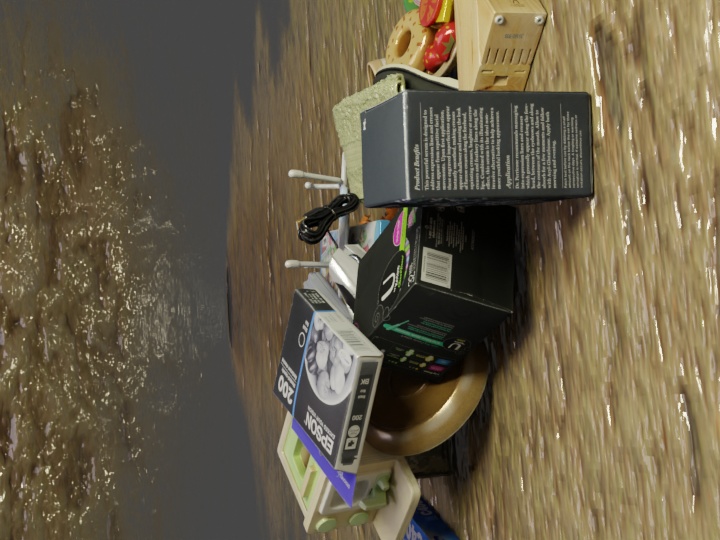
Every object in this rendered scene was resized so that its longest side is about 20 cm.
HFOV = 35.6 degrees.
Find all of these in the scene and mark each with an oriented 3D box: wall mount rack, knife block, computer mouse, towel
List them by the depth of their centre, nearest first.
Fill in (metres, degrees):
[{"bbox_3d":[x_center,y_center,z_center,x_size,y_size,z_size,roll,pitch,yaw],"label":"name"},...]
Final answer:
[{"bbox_3d":[0.143,-0.297,1.275,0.176,0.064,0.201,-108,22,-45],"label":"knife block"},{"bbox_3d":[0.022,-0.161,1.414,0.200,0.036,0.149,-6,99,66],"label":"towel"},{"bbox_3d":[0.000,0.000,1.434,0.044,0.109,0.201,-32,88,45],"label":"computer mouse"},{"bbox_3d":[-0.054,-0.063,1.504,0.174,0.074,0.201,23,-112,-87],"label":"wall mount rack"}]

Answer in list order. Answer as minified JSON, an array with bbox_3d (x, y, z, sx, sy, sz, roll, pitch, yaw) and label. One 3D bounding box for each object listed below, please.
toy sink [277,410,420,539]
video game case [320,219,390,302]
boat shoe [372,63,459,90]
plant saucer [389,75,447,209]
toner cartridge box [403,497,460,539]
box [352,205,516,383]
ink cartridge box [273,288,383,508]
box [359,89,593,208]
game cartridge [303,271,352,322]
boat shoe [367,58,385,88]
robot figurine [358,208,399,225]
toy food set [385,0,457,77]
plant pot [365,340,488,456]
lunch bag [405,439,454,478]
[{"bbox_3d":[-0.024,0.262,1.465,0.200,0.111,0.131,61,145,40],"label":"toy sink"},{"bbox_3d":[-0.010,0.010,1.565,0.200,0.018,0.144,172,99,-64],"label":"video game case"},{"bbox_3d":[0.079,-0.205,1.375,0.201,0.074,0.063,26,83,45],"label":"boat shoe"},{"bbox_3d":[0.059,-0.183,1.506,0.200,0.036,0.201,-159,90,-78],"label":"plant saucer"},{"bbox_3d":[0.096,0.395,1.565,0.200,0.043,0.096,-149,57,-71],"label":"toner cartridge box"},{"bbox_3d":[0.082,0.017,1.314,0.200,0.124,0.149,128,154,-54],"label":"box"},{"bbox_3d":[-0.047,0.150,1.348,0.198,0.043,0.201,41,125,57],"label":"ink cartridge box"},{"bbox_3d":[0.115,-0.122,1.148,0.148,0.199,0.108,-179,87,-74],"label":"box"},{"bbox_3d":[-0.050,0.119,1.599,0.133,0.041,0.201,-125,35,-48],"label":"game cartridge"},{"bbox_3d":[0.035,-0.213,1.654,0.074,0.069,0.201,-165,74,-73],"label":"boat shoe"},{"bbox_3d":[0.029,-0.055,1.627,0.145,0.058,0.200,-57,9,-26],"label":"robot figurine"},{"bbox_3d":[0.093,-0.335,1.425,0.200,0.048,0.199,-156,75,-70],"label":"toy food set"},{"bbox_3d":[0.068,0.136,1.413,0.027,0.200,0.201,42,-161,-41],"label":"plant pot"},{"bbox_3d":[0.048,0.188,1.571,0.164,0.117,0.201,164,99,-71],"label":"lunch bag"}]
